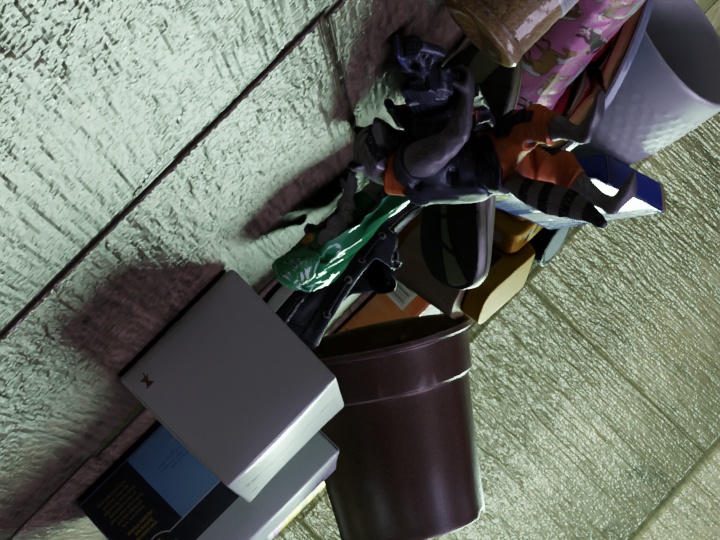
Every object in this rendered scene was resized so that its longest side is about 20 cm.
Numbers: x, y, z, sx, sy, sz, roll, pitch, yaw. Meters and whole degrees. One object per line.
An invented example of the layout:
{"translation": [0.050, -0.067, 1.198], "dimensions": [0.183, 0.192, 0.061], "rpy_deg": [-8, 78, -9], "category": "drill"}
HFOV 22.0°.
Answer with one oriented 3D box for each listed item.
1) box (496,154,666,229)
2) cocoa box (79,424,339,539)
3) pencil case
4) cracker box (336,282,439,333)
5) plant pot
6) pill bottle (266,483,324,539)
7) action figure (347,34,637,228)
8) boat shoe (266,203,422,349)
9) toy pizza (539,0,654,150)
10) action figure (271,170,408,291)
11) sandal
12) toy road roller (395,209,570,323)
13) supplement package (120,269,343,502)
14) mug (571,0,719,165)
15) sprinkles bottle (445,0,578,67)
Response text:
{"translation": [0.188, -0.072, 1.672], "dimensions": [0.120, 0.033, 0.200], "rpy_deg": [-8, 171, 25], "category": "box"}
{"translation": [-0.134, 0.193, 1.668], "dimensions": [0.200, 0.131, 0.133], "rpy_deg": [-44, 172, -10], "category": "cocoa box"}
{"translation": [0.149, -0.183, 1.437], "dimensions": [0.086, 0.083, 0.200], "rpy_deg": [-17, 154, -43], "category": "pencil case"}
{"translation": [0.029, 0.070, 2.173], "dimensions": [0.134, 0.058, 0.200], "rpy_deg": [-44, 171, -7], "category": "cracker box"}
{"translation": [0.032, 0.161, 1.855], "dimensions": [0.199, 0.200, 0.200], "rpy_deg": [-11, -175, 1], "category": "plant pot"}
{"translation": [-0.081, 0.221, 2.192], "dimensions": [0.200, 0.104, 0.104], "rpy_deg": [-43, 172, -18], "category": "pill bottle"}
{"translation": [0.078, -0.086, 1.283], "dimensions": [0.200, 0.192, 0.105], "rpy_deg": [35, 59, -63], "category": "action figure"}
{"translation": [0.001, -0.001, 1.630], "dimensions": [0.199, 0.066, 0.075], "rpy_deg": [-40, 170, -37], "category": "boat shoe"}
{"translation": [0.183, -0.189, 1.530], "dimensions": [0.201, 0.032, 0.201], "rpy_deg": [-90, -154, -58], "category": "toy pizza"}
{"translation": [-0.011, -0.035, 1.446], "dimensions": [0.118, 0.055, 0.200], "rpy_deg": [-49, 176, 36], "category": "action figure"}
{"translation": [0.089, -0.084, 1.442], "dimensions": [0.057, 0.080, 0.202], "rpy_deg": [-18, 126, -42], "category": "sandal"}
{"translation": [0.125, -0.061, 1.824], "dimensions": [0.200, 0.123, 0.146], "rpy_deg": [-40, 156, -37], "category": "toy road roller"}
{"translation": [-0.094, 0.095, 1.437], "dimensions": [0.117, 0.117, 0.200], "rpy_deg": [-44, 172, -6], "category": "supplement package"}
{"translation": [0.231, -0.183, 1.708], "dimensions": [0.175, 0.147, 0.201], "rpy_deg": [-35, -154, 34], "category": "mug"}
{"translation": [0.148, -0.228, 1.250], "dimensions": [0.200, 0.068, 0.068], "rpy_deg": [-45, 172, -4], "category": "sprinkles bottle"}
